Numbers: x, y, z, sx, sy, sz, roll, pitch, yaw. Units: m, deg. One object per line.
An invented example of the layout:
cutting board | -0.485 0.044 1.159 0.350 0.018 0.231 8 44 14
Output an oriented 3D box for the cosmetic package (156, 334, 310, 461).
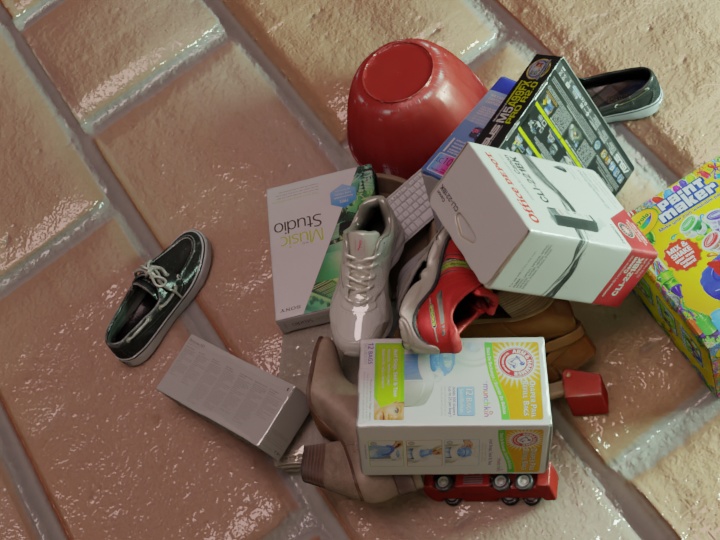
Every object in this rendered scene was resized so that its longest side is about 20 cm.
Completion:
cosmetic package | -0.150 0.149 1.579 0.199 0.051 0.083 22 76 43

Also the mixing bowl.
mixing bowl | 0.062 -0.225 1.717 0.199 0.109 0.201 -9 57 14

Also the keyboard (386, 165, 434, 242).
keyboard | 0.103 -0.114 1.654 0.200 0.011 0.056 -42 85 -18

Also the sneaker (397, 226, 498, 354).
sneaker | 0.110 0.018 1.402 0.084 0.077 0.201 10 48 23

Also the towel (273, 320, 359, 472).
towel | -0.035 0.144 1.578 0.132 0.035 0.201 -4 59 16

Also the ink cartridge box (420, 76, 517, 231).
ink cartridge box | 0.168 -0.134 1.597 0.076 0.137 0.200 26 65 30

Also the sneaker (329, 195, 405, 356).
sneaker | 0.000 0.000 1.531 0.077 0.100 0.201 1 59 12

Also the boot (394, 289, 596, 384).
boot | 0.150 0.080 1.487 0.199 0.155 0.074 -23 36 34

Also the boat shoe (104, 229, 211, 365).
boat shoe | -0.264 0.023 1.709 0.073 0.068 0.200 26 72 30

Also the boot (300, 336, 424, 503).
boot | 0.012 0.165 1.489 0.145 0.070 0.201 -3 63 15

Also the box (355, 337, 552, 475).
box | 0.098 0.143 1.398 0.198 0.102 0.113 0 53 4

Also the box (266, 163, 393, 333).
box | -0.041 -0.029 1.645 0.143 0.036 0.201 -14 58 10

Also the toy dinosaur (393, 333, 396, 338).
toy dinosaur | 0.084 0.112 1.539 0.101 0.058 0.201 18 68 26

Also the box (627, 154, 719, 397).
box | 0.413 -0.007 1.453 0.199 0.122 0.193 -32 54 -1

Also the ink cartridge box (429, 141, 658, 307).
ink cartridge box | 0.192 -0.047 1.398 0.084 0.199 0.145 -57 44 30

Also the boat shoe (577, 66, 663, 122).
boat shoe | 0.276 -0.212 1.656 0.199 0.066 0.070 -7 58 15

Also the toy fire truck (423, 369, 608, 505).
toy fire truck | 0.171 0.185 1.469 0.199 0.049 0.142 -4 58 20

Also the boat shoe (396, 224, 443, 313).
boat shoe | 0.103 -0.015 1.522 0.200 0.072 0.066 -43 21 36

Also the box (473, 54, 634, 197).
box | 0.223 -0.125 1.542 0.044 0.200 0.161 18 67 50

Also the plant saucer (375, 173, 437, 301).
plant saucer | 0.004 -0.032 1.670 0.199 0.030 0.201 -9 59 15
